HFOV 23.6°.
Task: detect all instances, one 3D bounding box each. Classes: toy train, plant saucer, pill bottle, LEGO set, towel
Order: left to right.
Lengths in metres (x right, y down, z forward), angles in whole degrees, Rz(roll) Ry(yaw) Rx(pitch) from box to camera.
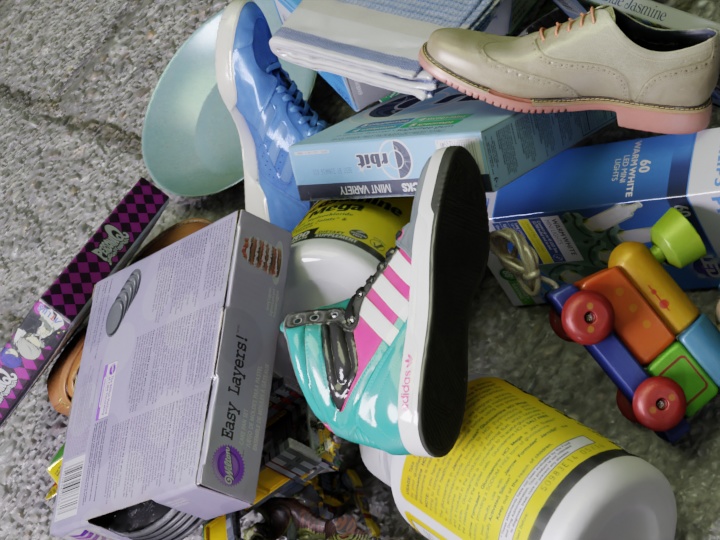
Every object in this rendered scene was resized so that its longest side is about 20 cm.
[{"bbox_3d":[-0.105,-0.146,1.510,0.200,0.039,0.203,-20,54,29],"label":"plant saucer"},{"bbox_3d":[-0.030,0.168,1.133,0.116,0.153,0.201,-36,33,28],"label":"LEGO set"},{"bbox_3d":[0.000,0.000,1.233,0.111,0.113,0.200,-18,16,21],"label":"pill bottle"},{"bbox_3d":[0.042,-0.204,1.242,0.146,0.024,0.200,18,55,31],"label":"towel"},{"bbox_3d":[0.093,0.135,1.094,0.113,0.113,0.199,-50,45,-11],"label":"pill bottle"},{"bbox_3d":[0.171,0.001,1.112,0.115,0.200,0.085,-40,-1,-1],"label":"toy train"}]

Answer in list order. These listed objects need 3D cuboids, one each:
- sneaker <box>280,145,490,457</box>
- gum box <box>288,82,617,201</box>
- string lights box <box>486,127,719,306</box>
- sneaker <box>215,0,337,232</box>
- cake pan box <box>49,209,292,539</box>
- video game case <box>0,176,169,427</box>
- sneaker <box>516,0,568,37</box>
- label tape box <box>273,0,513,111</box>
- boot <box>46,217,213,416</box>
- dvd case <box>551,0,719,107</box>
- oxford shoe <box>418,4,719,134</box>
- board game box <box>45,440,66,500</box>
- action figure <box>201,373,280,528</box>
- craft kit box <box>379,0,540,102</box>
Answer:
[{"bbox_3d":[0.011,0.020,1.088,0.120,0.084,0.202,-3,65,31],"label":"sneaker"},{"bbox_3d":[0.075,-0.103,1.227,0.169,0.045,0.199,-1,19,40],"label":"gum box"},{"bbox_3d":[0.181,-0.036,1.192,0.198,0.103,0.059,-6,50,31],"label":"string lights box"},{"bbox_3d":[-0.045,-0.119,1.368,0.110,0.202,0.077,-2,14,26],"label":"sneaker"},{"bbox_3d":[-0.127,0.079,1.141,0.184,0.052,0.202,-27,49,47],"label":"cake pan box"},{"bbox_3d":[-0.238,0.038,1.353,0.182,0.036,0.200,-50,7,34],"label":"video game case"},{"bbox_3d":[0.164,-0.190,1.374,0.200,0.077,0.089,-50,13,-8],"label":"sneaker"},{"bbox_3d":[0.048,-0.215,1.328,0.199,0.067,0.143,-26,34,-10],"label":"label tape box"},{"bbox_3d":[-0.166,0.032,1.331,0.200,0.077,0.155,-42,6,-15],"label":"boot"},{"bbox_3d":[0.227,-0.155,1.230,0.199,0.142,0.018,30,88,45],"label":"dvd case"},{"bbox_3d":[0.138,-0.145,1.133,0.198,0.074,0.071,7,33,-2],"label":"oxford shoe"},{"bbox_3d":[-0.163,0.100,1.327,0.200,0.030,0.096,-39,7,11],"label":"board game box"},{"bbox_3d":[-0.098,0.124,1.270,0.200,0.070,0.130,-41,24,-13],"label":"action figure"},{"bbox_3d":[0.064,-0.229,1.429,0.200,0.048,0.198,-51,32,4],"label":"craft kit box"}]
